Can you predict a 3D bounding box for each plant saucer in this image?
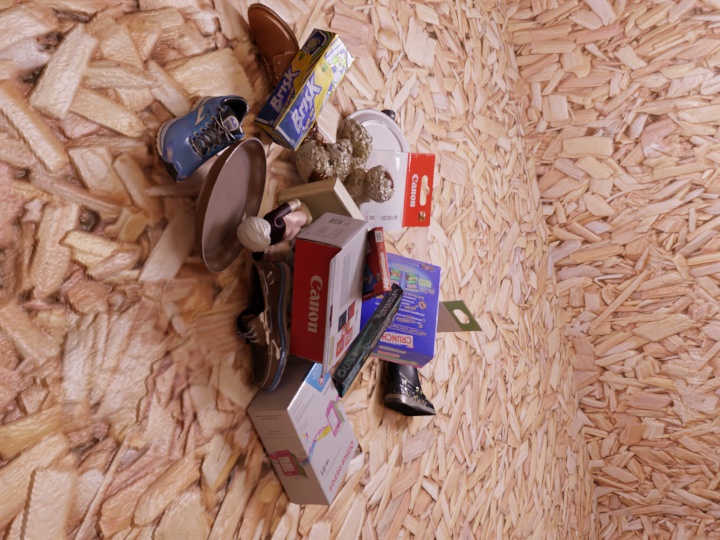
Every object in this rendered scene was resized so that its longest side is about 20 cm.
[{"bbox_3d":[-0.193,-0.099,1.038,0.200,0.031,0.205,20,89,-79],"label":"plant saucer"}]

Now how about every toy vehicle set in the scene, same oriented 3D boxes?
[{"bbox_3d":[-0.051,-0.079,1.286,0.201,0.121,0.027,55,39,-42],"label":"toy vehicle set"}]

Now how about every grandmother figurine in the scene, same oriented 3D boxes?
[{"bbox_3d":[-0.142,-0.065,1.140,0.124,0.059,0.200,-66,169,12],"label":"grandmother figurine"}]

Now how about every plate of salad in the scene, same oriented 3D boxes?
[{"bbox_3d":[0.028,-0.246,1.524,0.195,0.048,0.207,7,77,-32],"label":"plate of salad"}]

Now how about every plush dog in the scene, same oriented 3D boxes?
[{"bbox_3d":[-0.053,-0.188,1.333,0.169,0.160,0.203,16,41,-45],"label":"plush dog"}]

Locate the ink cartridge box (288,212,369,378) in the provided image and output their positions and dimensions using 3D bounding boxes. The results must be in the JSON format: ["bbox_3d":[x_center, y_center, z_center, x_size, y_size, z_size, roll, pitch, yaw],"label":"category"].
[{"bbox_3d":[-0.057,0.036,1.115,0.176,0.082,0.206,-47,146,-62],"label":"ink cartridge box"}]

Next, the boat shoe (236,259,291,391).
[{"bbox_3d":[-0.158,0.085,1.111,0.071,0.071,0.207,10,78,-42],"label":"boat shoe"}]

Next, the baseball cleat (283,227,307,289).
[{"bbox_3d":[-0.079,-0.026,1.230,0.109,0.068,0.200,-66,172,20],"label":"baseball cleat"}]

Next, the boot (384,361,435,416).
[{"bbox_3d":[0.115,0.241,1.586,0.203,0.072,0.158,33,52,-55],"label":"boot"}]

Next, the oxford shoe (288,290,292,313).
[{"bbox_3d":[-0.061,0.084,1.301,0.200,0.056,0.077,40,47,-54],"label":"oxford shoe"}]

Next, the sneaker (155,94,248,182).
[{"bbox_3d":[-0.222,-0.203,1.023,0.080,0.087,0.202,62,34,-32],"label":"sneaker"}]

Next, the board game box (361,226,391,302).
[{"bbox_3d":[0.000,0.000,1.219,0.019,0.199,0.106,-3,80,-22],"label":"board game box"}]

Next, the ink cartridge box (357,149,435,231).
[{"bbox_3d":[0.078,-0.168,1.486,0.194,0.057,0.168,-1,103,-22],"label":"ink cartridge box"}]

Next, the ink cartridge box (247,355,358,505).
[{"bbox_3d":[-0.089,0.263,1.174,0.145,0.082,0.204,-56,133,-52],"label":"ink cartridge box"}]

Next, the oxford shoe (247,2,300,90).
[{"bbox_3d":[-0.144,-0.367,1.239,0.202,0.070,0.072,60,40,-38],"label":"oxford shoe"}]

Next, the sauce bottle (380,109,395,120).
[{"bbox_3d":[0.058,-0.265,1.609,0.066,0.064,0.206,28,57,-57],"label":"sauce bottle"}]

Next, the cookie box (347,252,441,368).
[{"bbox_3d":[0.069,0.076,1.433,0.076,0.166,0.205,121,-19,-60],"label":"cookie box"}]

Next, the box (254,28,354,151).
[{"bbox_3d":[-0.097,-0.314,1.228,0.203,0.063,0.070,-59,141,-9],"label":"box"}]

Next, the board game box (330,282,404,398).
[{"bbox_3d":[0.012,0.128,1.278,0.202,0.028,0.136,-55,170,-18],"label":"board game box"}]

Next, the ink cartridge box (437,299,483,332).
[{"bbox_3d":[0.160,0.089,1.572,0.146,0.195,0.049,49,42,-47],"label":"ink cartridge box"}]
